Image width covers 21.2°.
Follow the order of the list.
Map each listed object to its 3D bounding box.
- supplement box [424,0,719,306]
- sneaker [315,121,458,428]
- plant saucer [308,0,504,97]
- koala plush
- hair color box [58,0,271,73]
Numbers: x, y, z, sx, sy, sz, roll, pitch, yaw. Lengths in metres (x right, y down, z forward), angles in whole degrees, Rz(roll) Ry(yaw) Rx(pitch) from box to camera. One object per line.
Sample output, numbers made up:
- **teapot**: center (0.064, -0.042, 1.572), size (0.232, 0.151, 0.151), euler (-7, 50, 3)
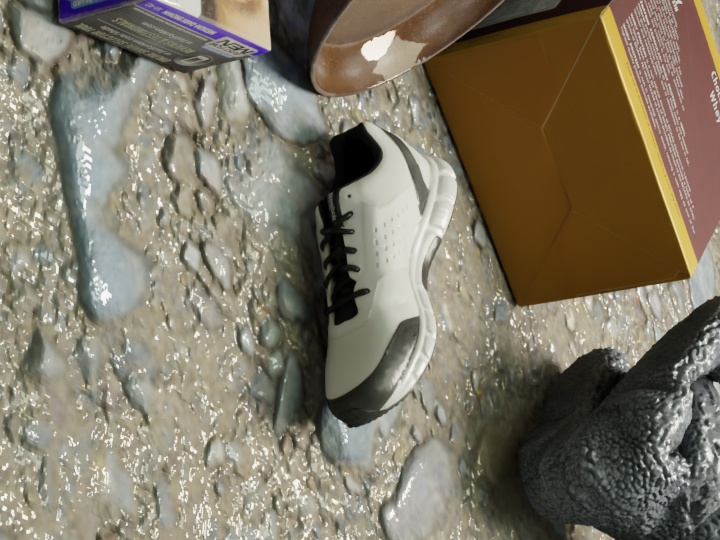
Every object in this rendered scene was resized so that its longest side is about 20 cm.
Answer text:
- **supplement box**: center (0.169, -0.114, 1.366), size (0.200, 0.133, 0.197), euler (-52, 125, -53)
- **sneaker**: center (0.000, 0.000, 1.113), size (0.080, 0.074, 0.200), euler (37, 44, -31)
- **plant saucer**: center (0.043, -0.180, 1.136), size (0.035, 0.200, 0.200), euler (52, 27, 12)
- **koala plush**: center (0.220, 0.157, 1.302), size (0.200, 0.177, 0.184), euler (54, 43, -10)
- **hair color box**: center (-0.104, -0.214, 0.993), size (0.109, 0.065, 0.200), euler (15, 69, -59)
